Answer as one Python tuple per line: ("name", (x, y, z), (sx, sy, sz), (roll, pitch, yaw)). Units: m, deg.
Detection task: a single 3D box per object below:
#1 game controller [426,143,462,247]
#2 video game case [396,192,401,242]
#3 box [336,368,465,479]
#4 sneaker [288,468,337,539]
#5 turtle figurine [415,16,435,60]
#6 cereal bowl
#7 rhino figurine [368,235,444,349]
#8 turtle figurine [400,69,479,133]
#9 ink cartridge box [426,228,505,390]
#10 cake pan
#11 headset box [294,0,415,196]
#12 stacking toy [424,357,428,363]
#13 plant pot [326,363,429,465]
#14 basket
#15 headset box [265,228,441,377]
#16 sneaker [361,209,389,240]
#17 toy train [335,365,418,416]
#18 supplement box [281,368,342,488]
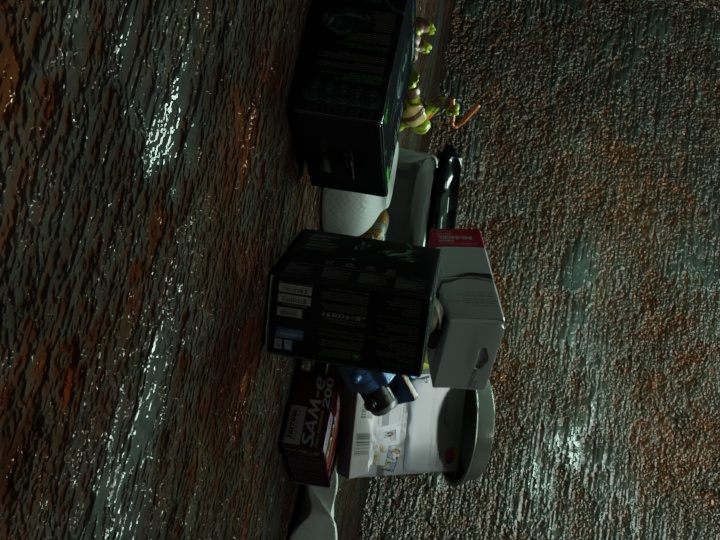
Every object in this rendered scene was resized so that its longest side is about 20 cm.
("game controller", (0.125, -0.098, 1.496), (0.201, 0.042, 0.105), (89, 26, -48))
("video game case", (0.045, -0.097, 1.671), (0.143, 0.017, 0.202), (169, -79, -71))
("box", (0.064, 0.226, 1.438), (0.041, 0.199, 0.157), (12, -82, 59))
("sneaker", (-0.075, 0.410, 1.524), (0.089, 0.075, 0.201), (111, -7, -52))
("turtle figurine", (0.074, -0.366, 1.721), (0.162, 0.064, 0.201), (-57, 156, -29))
("cereal bowl", (0.005, -0.140, 1.341), (0.200, 0.083, 0.202), (9, 90, -83))
("rhino figurine", (0.041, 0.023, 1.347), (0.060, 0.200, 0.088), (-34, 162, -33))
("turtle figurine", (0.095, -0.282, 1.648), (0.161, 0.199, 0.065), (47, 27, -57))
("ink cartridge box", (0.144, 0.056, 1.422), (0.201, 0.083, 0.146), (-96, -169, -48))
("cake pan", (0.167, 0.241, 1.524), (0.200, 0.036, 0.202), (-175, -90, -79))
("headset box", (-0.002, -0.199, 1.048), (0.174, 0.092, 0.201), (83, 18, -68))
("stacking toy", (0.060, 0.140, 1.729), (0.146, 0.198, 0.147), (11, 90, -84))
("plant pot", (0.047, 0.219, 1.557), (0.201, 0.187, 0.202), (-174, -90, -77))
("basket", (0.048, -0.088, 1.541), (0.123, 0.135, 0.202), (24, 75, -80))
("headset box", (-0.002, 0.028, 1.095), (0.200, 0.173, 0.093), (-68, 166, -70))
("sneaker", (0.000, 0.000, 1.451), (0.088, 0.075, 0.201), (46, 59, -50))
("toy train", (0.007, 0.104, 1.289), (0.114, 0.086, 0.201), (-45, 112, -50))
("supplement box", (-0.064, 0.226, 1.344), (0.200, 0.060, 0.110), (86, 13, -64))
